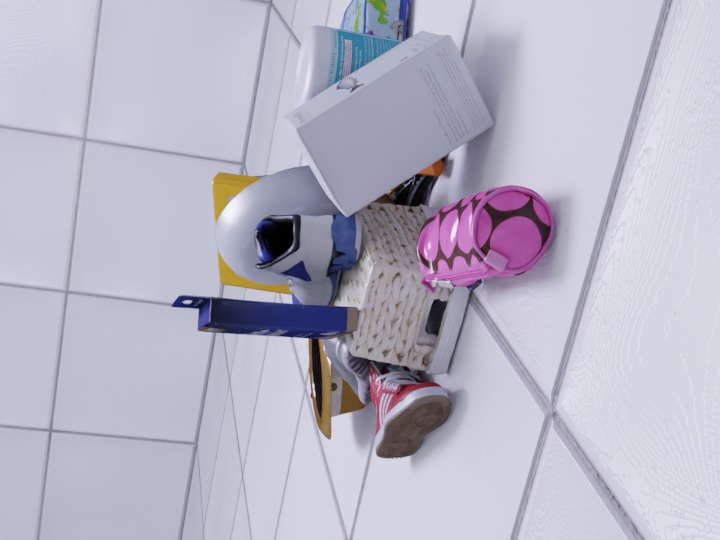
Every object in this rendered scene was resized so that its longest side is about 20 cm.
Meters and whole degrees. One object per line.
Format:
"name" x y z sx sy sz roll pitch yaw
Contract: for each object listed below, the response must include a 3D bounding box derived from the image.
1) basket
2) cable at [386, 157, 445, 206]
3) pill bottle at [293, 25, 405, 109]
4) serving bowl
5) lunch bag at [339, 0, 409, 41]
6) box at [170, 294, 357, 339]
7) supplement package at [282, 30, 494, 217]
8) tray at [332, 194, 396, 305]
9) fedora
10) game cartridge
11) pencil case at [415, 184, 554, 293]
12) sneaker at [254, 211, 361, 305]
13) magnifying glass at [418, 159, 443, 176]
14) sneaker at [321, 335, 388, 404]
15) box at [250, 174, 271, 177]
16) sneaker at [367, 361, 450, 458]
"basket" 0.041 0.013 1.288 0.201 0.122 0.137 -109 29 -62
"cable" 0.061 -0.105 1.417 0.200 0.050 0.098 122 153 -59
"pill bottle" 0.023 -0.230 1.328 0.111 0.197 0.112 -172 90 -77
"serving bowl" -0.083 -0.042 1.372 0.201 0.198 0.066 114 140 -50
"lunch bag" 0.014 -0.356 1.675 0.200 0.081 0.163 147 128 -72
"box" -0.113 0.054 1.222 0.121 0.197 0.033 153 122 -74
"supplement package" 0.028 -0.170 1.224 0.118 0.199 0.117 59 177 -19
"tray" 0.000 0.000 1.447 0.099 0.037 0.202 50 123 44
"fedora" -0.028 0.145 1.582 0.201 0.081 0.204 176 90 -79
"game cartridge" -0.115 -0.045 1.560 0.032 0.197 0.178 -55 -31 -56
"pencil case" 0.118 -0.026 1.075 0.094 0.091 0.200 -49 5 -13
"sneaker" -0.075 -0.020 1.278 0.200 0.114 0.082 122 152 -62
"magnifying glass" 0.028 -0.142 1.401 0.199 0.022 0.080 10 130 45
"sneaker" -0.003 0.105 1.391 0.082 0.075 0.201 39 165 27
"box" -0.082 -0.099 1.691 0.194 0.197 0.048 -108 14 -57
"sneaker" 0.054 0.142 1.279 0.200 0.070 0.114 118 153 -60
